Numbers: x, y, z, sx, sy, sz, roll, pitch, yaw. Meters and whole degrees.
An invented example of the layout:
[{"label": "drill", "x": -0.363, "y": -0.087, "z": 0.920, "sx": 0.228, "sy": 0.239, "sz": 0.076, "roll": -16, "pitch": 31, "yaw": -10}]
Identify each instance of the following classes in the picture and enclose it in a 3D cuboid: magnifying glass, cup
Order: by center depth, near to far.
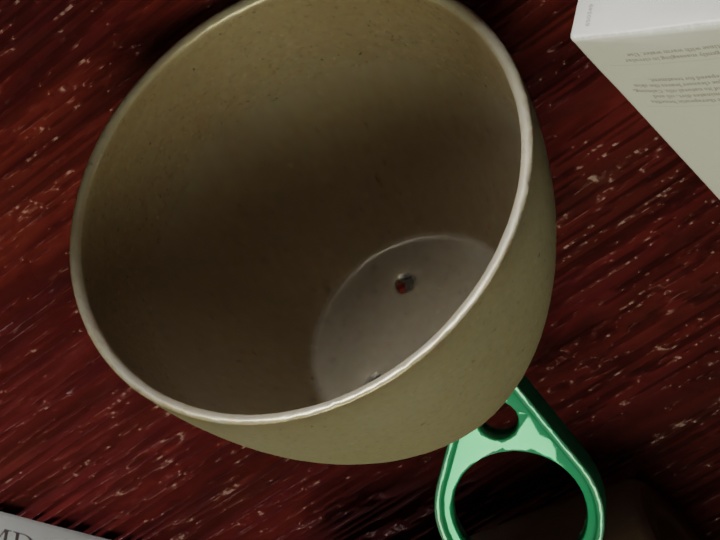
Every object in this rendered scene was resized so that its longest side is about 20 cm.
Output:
[{"label": "cup", "x": 0.000, "y": 0.000, "z": 1.163, "sx": 0.199, "sy": 0.201, "sz": 0.143, "roll": -13, "pitch": 148, "yaw": 18}, {"label": "magnifying glass", "x": 0.061, "y": 0.059, "z": 1.280, "sx": 0.079, "sy": 0.022, "sz": 0.201, "roll": -8, "pitch": 112, "yaw": 14}]

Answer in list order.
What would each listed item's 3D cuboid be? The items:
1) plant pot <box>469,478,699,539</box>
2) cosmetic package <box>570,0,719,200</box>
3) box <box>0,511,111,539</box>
[{"label": "plant pot", "x": 0.095, "y": 0.196, "z": 1.386, "sx": 0.174, "sy": 0.201, "sz": 0.200, "roll": -34, "pitch": 129, "yaw": 14}, {"label": "cosmetic package", "x": 0.177, "y": -0.076, "z": 1.092, "sx": 0.107, "sy": 0.085, "sz": 0.200, "roll": -3, "pitch": 152, "yaw": 34}, {"label": "box", "x": -0.215, "y": 0.229, "z": 1.472, "sx": 0.198, "sy": 0.131, "sz": 0.200, "roll": 15, "pitch": 137, "yaw": -13}]
